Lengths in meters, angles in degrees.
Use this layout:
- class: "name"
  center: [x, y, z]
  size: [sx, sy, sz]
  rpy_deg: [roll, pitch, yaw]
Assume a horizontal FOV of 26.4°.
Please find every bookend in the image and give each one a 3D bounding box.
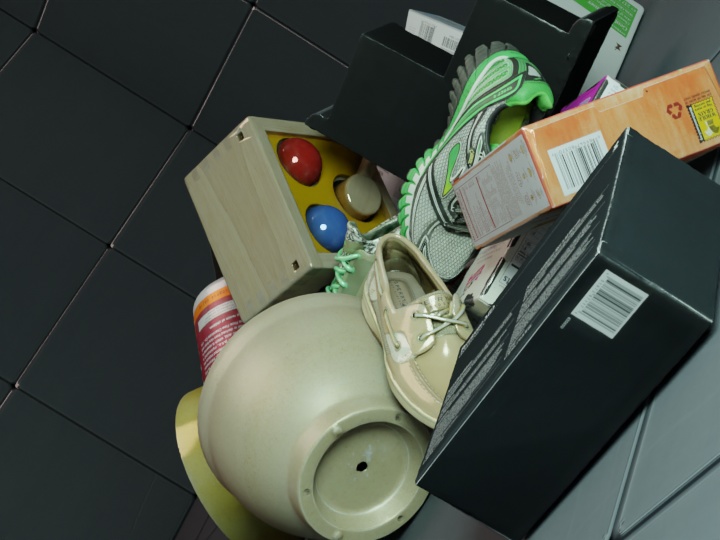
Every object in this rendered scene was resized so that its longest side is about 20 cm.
- class: "bookend"
  center: [0.085, -0.174, 1.324]
  size: [0.092, 0.199, 0.200]
  rpy_deg: [-36, -28, -62]

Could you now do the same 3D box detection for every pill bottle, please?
- class: "pill bottle"
  center: [-0.096, 0.111, 1.487]
  size: [0.113, 0.112, 0.202]
  rpy_deg: [-53, 40, 47]

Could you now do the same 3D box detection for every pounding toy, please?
- class: "pounding toy"
  center: [-0.031, -0.067, 1.425]
  size: [0.142, 0.185, 0.199]
  rpy_deg: [-38, -24, 34]

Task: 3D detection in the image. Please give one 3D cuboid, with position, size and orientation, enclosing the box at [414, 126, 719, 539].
- class: "box"
  center: [0.123, 0.038, 0.891]
  size: [0.201, 0.078, 0.142]
  rpy_deg: [-56, 7, 36]

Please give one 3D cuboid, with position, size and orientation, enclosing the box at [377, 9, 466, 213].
- class: "box"
  center: [0.070, -0.137, 1.475]
  size: [0.156, 0.041, 0.202]
  rpy_deg: [38, 117, 61]

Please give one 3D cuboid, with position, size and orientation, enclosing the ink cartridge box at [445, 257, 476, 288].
- class: "ink cartridge box"
  center: [0.022, 0.060, 1.391]
  size: [0.199, 0.051, 0.109]
  rpy_deg: [-26, 4, 24]

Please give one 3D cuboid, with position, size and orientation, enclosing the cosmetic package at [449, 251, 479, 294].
- class: "cosmetic package"
  center: [0.041, 0.046, 1.552]
  size: [0.201, 0.105, 0.071]
  rpy_deg: [-59, 6, -22]

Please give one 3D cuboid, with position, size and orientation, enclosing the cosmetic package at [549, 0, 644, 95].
- class: "cosmetic package"
  center: [0.191, -0.200, 1.501]
  size: [0.085, 0.107, 0.201]
  rpy_deg: [-47, 14, 52]

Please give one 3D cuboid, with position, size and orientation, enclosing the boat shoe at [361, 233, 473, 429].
- class: "boat shoe"
  center: [0.051, 0.047, 1.170]
  size: [0.201, 0.071, 0.065]
  rpy_deg: [-118, 26, -49]

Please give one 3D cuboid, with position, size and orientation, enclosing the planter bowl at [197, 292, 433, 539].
- class: "planter bowl"
  center: [-0.018, 0.135, 1.234]
  size: [0.201, 0.199, 0.135]
  rpy_deg: [-58, 30, 7]

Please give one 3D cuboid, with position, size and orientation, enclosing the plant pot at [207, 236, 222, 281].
- class: "plant pot"
  center: [-0.033, 0.000, 1.686]
  size: [0.177, 0.198, 0.202]
  rpy_deg: [-44, 53, 53]

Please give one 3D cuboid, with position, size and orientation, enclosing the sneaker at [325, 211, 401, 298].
- class: "sneaker"
  center: [0.000, 0.000, 1.314]
  size: [0.200, 0.089, 0.077]
  rpy_deg: [-39, 22, -5]

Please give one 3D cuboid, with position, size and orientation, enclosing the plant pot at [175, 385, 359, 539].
- class: "plant pot"
  center: [-0.077, 0.182, 1.601]
  size: [0.141, 0.201, 0.200]
  rpy_deg: [-31, 14, 17]

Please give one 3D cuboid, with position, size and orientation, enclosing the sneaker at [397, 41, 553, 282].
- class: "sneaker"
  center: [0.091, -0.078, 1.232]
  size: [0.085, 0.077, 0.202]
  rpy_deg: [50, 127, 52]

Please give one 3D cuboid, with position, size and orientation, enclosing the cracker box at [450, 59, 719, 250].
- class: "cracker box"
  center: [0.150, -0.073, 1.031]
  size: [0.133, 0.058, 0.200]
  rpy_deg: [-21, -2, -11]

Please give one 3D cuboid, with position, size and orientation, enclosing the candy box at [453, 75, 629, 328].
- class: "candy box"
  center: [0.151, -0.042, 1.200]
  size: [0.201, 0.061, 0.136]
  rpy_deg: [-58, 3, -8]
